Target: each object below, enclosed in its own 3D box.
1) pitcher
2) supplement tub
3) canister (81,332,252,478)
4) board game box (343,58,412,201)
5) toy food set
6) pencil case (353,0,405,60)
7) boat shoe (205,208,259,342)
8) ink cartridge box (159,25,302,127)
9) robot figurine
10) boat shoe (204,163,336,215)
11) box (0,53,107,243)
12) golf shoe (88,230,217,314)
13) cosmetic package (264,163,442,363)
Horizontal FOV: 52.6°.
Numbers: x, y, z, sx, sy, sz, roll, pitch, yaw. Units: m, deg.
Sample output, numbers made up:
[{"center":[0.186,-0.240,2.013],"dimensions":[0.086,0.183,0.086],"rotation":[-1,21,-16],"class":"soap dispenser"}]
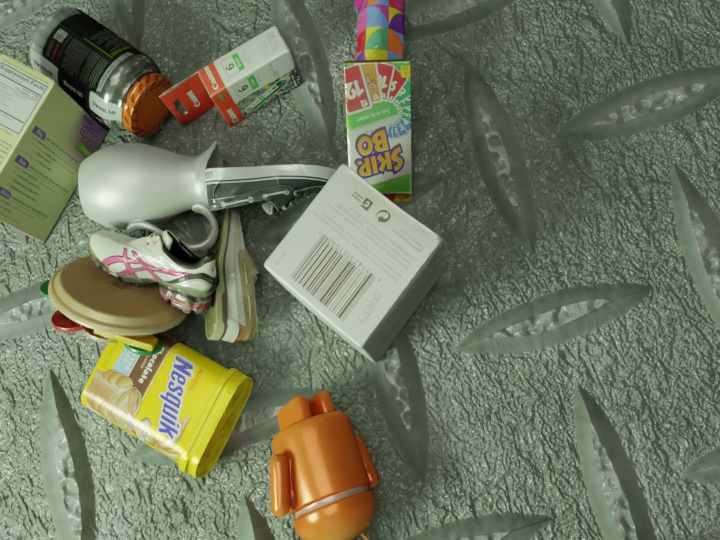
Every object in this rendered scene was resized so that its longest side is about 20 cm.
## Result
[{"center":[-0.299,-0.102,1.050],"dimensions":[0.194,0.122,0.176],"rotation":[-4,62,-3],"class":"pitcher"},{"center":[-0.387,-0.296,1.101],"dimensions":[0.198,0.123,0.124],"rotation":[34,83,12],"class":"supplement tub"},{"center":[-0.269,0.172,1.013],"dimensions":[0.196,0.087,0.151],"rotation":[26,81,12],"class":"canister"},{"center":[0.027,-0.192,1.035],"dimensions":[0.093,0.030,0.205],"rotation":[0,116,6],"class":"board game box"},{"center":[-0.336,0.039,1.006],"dimensions":[0.195,0.199,0.050],"rotation":[19,114,-2],"class":"toy food set"},{"center":[0.024,-0.314,1.087],"dimensions":[0.086,0.088,0.206],"rotation":[3,78,6],"class":"pencil case"},{"center":[-0.183,0.007,1.049],"dimensions":[0.067,0.075,0.206],"rotation":[11,64,-27],"class":"boat shoe"},{"center":[-0.189,-0.269,1.083],"dimensions":[0.197,0.109,0.051],"rotation":[-31,77,-1],"class":"ink cartridge box"},{"center":[-0.050,0.266,0.950],"dimensions":[0.114,0.144,0.204],"rotation":[-24,70,10],"class":"robot figurine"},{"center":[-0.125,-0.115,1.045],"dimensions":[0.195,0.071,0.070],"rotation":[-6,94,-28],"class":"boat shoe"},{"center":[-0.489,-0.169,1.056],"dimensions":[0.095,0.176,0.204],"rotation":[26,82,10],"class":"box"},{"center":[-0.281,-0.021,0.998],"dimensions":[0.196,0.073,0.094],"rotation":[23,111,10],"class":"golf shoe"},{"center":[0.000,0.000,0.963],"dimensions":[0.164,0.200,0.166],"rotation":[38,84,12],"class":"cosmetic package"}]
